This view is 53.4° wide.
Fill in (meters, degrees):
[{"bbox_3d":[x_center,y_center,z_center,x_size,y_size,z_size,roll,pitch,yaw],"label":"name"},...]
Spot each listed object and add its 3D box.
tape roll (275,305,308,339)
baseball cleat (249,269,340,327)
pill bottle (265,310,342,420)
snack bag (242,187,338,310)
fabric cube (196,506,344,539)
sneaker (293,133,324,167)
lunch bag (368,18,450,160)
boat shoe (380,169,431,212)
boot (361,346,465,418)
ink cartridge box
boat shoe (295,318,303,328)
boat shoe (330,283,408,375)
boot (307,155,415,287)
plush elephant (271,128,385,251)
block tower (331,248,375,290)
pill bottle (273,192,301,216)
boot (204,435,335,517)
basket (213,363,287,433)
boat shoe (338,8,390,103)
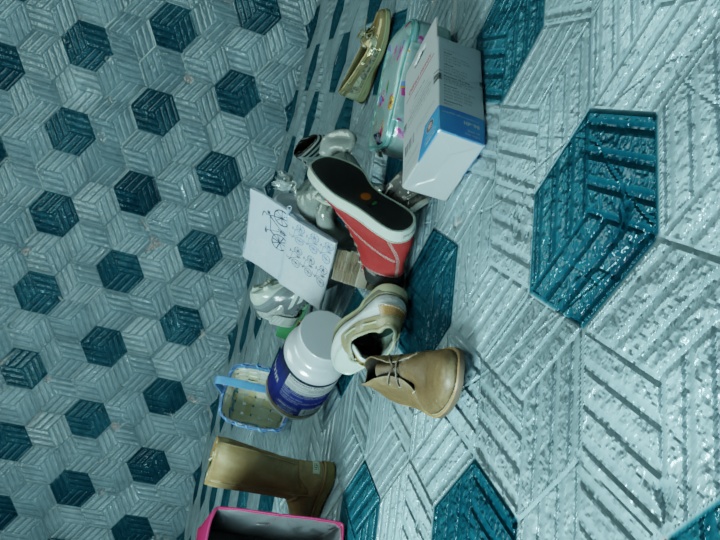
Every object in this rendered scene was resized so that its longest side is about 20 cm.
[{"bbox_3d":[-0.127,0.052,1.534,0.200,0.047,0.205,-160,89,-87],"label":"tape roll"},{"bbox_3d":[-0.116,0.050,1.404,0.070,0.195,0.109,-77,-27,-62],"label":"baseball cleat"},{"bbox_3d":[-0.089,0.164,1.236,0.201,0.113,0.118,120,158,-47],"label":"pill bottle"},{"bbox_3d":[-0.134,-0.038,1.291,0.021,0.198,0.191,-45,-18,-39],"label":"snack bag"},{"bbox_3d":[-0.147,0.466,1.025,0.200,0.195,0.201,127,151,-58],"label":"fabric cube"},{"bbox_3d":[-0.109,-0.257,1.688,0.201,0.113,0.077,124,156,-54],"label":"sneaker"},{"bbox_3d":[0.067,-0.269,1.099,0.160,0.075,0.205,-153,76,-75],"label":"lunch bag"},{"bbox_3d":[0.040,-0.101,1.049,0.058,0.066,0.199,60,157,-5],"label":"boat shoe"},{"bbox_3d":[0.056,0.122,0.805,0.200,0.074,0.076,146,138,-68],"label":"boot"},{"bbox_3d":[0.105,-0.211,0.923,0.116,0.065,0.204,124,154,-54],"label":"ink cartridge box"},{"bbox_3d":[-0.092,0.115,1.385,0.200,0.068,0.072,179,101,-77],"label":"boat shoe"},{"bbox_3d":[0.004,0.101,1.016,0.201,0.073,0.070,121,163,-47],"label":"boat shoe"},{"bbox_3d":[-0.007,-0.061,1.019,0.200,0.072,0.146,42,147,28],"label":"boot"},{"bbox_3d":[-0.034,-0.144,1.235,0.153,0.197,0.169,-18,57,46],"label":"plush elephant"},{"bbox_3d":[0.000,0.000,1.165,0.200,0.056,0.055,-165,89,-77],"label":"block tower"},{"bbox_3d":[-0.206,-0.095,1.923,0.113,0.109,0.203,-98,25,-55],"label":"pill bottle"},{"bbox_3d":[-0.157,0.351,1.159,0.067,0.195,0.178,-102,29,-59],"label":"boot"},{"bbox_3d":[-0.228,0.274,1.554,0.200,0.172,0.143,113,171,-71],"label":"basket"},{"bbox_3d":[0.011,-0.454,1.507,0.074,0.061,0.204,-103,30,-61],"label":"boat shoe"}]
